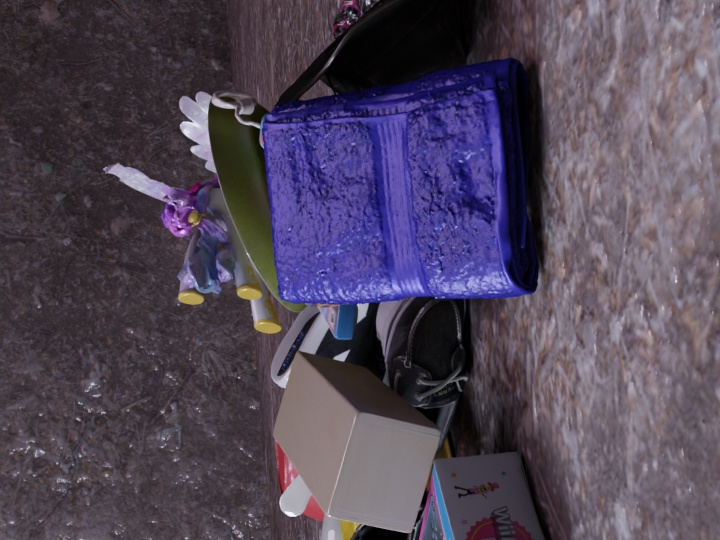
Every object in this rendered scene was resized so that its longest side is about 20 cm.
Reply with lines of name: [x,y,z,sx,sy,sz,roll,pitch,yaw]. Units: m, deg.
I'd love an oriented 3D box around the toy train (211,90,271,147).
toy train: [-0.017,-0.113,0.911,0.150,0.200,0.056,35,126,46]

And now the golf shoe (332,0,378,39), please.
golf shoe: [0.023,-0.253,0.960,0.200,0.073,0.092,92,-156,-59]

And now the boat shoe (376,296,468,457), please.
boat shoe: [0.056,0.077,0.868,0.200,0.072,0.071,90,157,-47]

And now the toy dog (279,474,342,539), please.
toy dog: [-0.038,0.258,1.157,0.200,0.096,0.132,58,145,19]

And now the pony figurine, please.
pony figurine: [-0.131,-0.059,1.073,0.166,0.193,0.200,-25,56,35]

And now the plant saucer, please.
plant saucer: [-0.072,-0.063,0.950,0.200,0.031,0.200,-19,-90,-78]

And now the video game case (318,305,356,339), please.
video game case: [-0.029,-0.038,1.034,0.200,0.018,0.143,-126,41,-67]

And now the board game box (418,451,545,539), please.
board game box: [0.081,0.243,0.754,0.148,0.064,0.200,-104,15,-45]

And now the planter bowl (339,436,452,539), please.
planter bowl: [0.026,0.214,0.996,0.200,0.083,0.201,177,90,-80]

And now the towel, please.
towel: [0.018,-0.052,0.725,0.200,0.050,0.148,-4,88,37]

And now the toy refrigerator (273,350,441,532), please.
toy refrigerator: [-0.006,0.122,0.829,0.200,0.070,0.076,-155,81,-74]

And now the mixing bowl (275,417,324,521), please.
mixing bowl: [-0.043,0.218,1.328,0.200,0.108,0.200,177,90,-79]

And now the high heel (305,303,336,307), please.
high heel: [0.000,0.000,0.893,0.071,0.142,0.200,58,163,6]

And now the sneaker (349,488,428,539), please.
sneaker: [0.018,0.227,0.864,0.060,0.104,0.200,40,103,28]

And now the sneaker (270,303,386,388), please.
sneaker: [0.004,0.047,1.120,0.200,0.112,0.073,-56,30,9]

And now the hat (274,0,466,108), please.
hat: [0.028,-0.161,0.826,0.081,0.201,0.201,48,175,-10]
